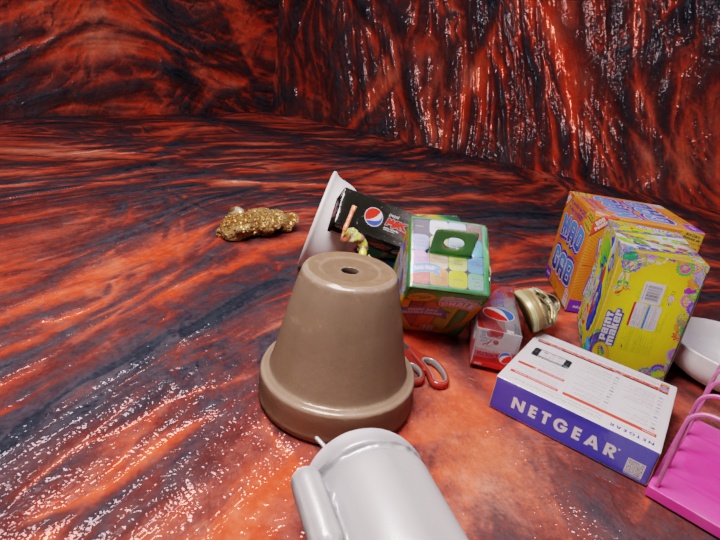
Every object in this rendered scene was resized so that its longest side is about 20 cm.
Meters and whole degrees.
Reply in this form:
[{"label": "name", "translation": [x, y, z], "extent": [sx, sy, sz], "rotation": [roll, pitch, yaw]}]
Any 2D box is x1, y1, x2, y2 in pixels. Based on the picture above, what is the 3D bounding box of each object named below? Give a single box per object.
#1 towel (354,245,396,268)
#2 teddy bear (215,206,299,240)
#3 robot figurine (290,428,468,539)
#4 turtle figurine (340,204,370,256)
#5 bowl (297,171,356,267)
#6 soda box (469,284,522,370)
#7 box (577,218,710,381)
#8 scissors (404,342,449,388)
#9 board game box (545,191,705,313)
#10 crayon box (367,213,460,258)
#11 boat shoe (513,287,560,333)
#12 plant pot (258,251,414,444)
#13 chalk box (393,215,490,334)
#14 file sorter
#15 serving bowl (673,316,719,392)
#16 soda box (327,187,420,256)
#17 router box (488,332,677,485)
[{"label": "towel", "translation": [0.052, -0.011, 1.027], "extent": [0.111, 0.049, 0.200], "rotation": [3, 22, -9]}, {"label": "teddy bear", "translation": [-0.232, -0.117, 1.152], "extent": [0.199, 0.067, 0.145], "rotation": [-7, 25, -35]}, {"label": "robot figurine", "translation": [0.017, 0.207, 0.402], "extent": [0.169, 0.113, 0.200], "rotation": [40, 6, -30]}, {"label": "turtle figurine", "translation": [0.000, 0.000, 0.837], "extent": [0.064, 0.202, 0.161], "rotation": [-4, 0, -4]}, {"label": "bowl", "translation": [-0.047, -0.084, 1.001], "extent": [0.090, 0.202, 0.201], "rotation": [22, 22, -5]}, {"label": "soda box", "translation": [0.216, 0.085, 0.830], "extent": [0.069, 0.064, 0.200], "rotation": [11, 20, 9]}, {"label": "box", "translation": [0.455, 0.043, 0.849], "extent": [0.121, 0.202, 0.193], "rotation": [14, 22, 15]}, {"label": "scissors", "translation": [0.071, 0.118, 0.775], "extent": [0.072, 0.014, 0.200], "rotation": [0, 23, -15]}, {"label": "board game box", "translation": [0.524, -0.029, 1.047], "extent": [0.198, 0.202, 0.200], "rotation": [11, 23, 4]}, {"label": "crayon box", "translation": [0.103, -0.070, 1.020], "extent": [0.198, 0.059, 0.119], "rotation": [2, 22, 3]}, {"label": "boat shoe", "translation": [0.298, 0.060, 0.837], "extent": [0.063, 0.074, 0.200], "rotation": [-25, -16, 17]}, {"label": "plant pot", "translation": [-0.020, 0.077, 0.619], "extent": [0.198, 0.176, 0.201], "rotation": [7, 22, -3]}, {"label": "chalk box", "translation": [0.123, 0.003, 0.783], "extent": [0.123, 0.200, 0.125], "rotation": [7, 62, -3]}, {"label": "file sorter", "translation": [0.439, 0.197, 0.569], "extent": [0.138, 0.127, 0.199], "rotation": [27, 28, 36]}, {"label": "serving bowl", "translation": [0.592, 0.150, 0.818], "extent": [0.198, 0.066, 0.200], "rotation": [7, 22, -3]}, {"label": "soda box", "translation": [0.047, -0.074, 0.899], "extent": [0.198, 0.071, 0.063], "rotation": [20, -15, -13]}, {"label": "router box", "translation": [0.301, 0.169, 0.685], "extent": [0.199, 0.049, 0.179], "rotation": [23, 27, 31]}]
